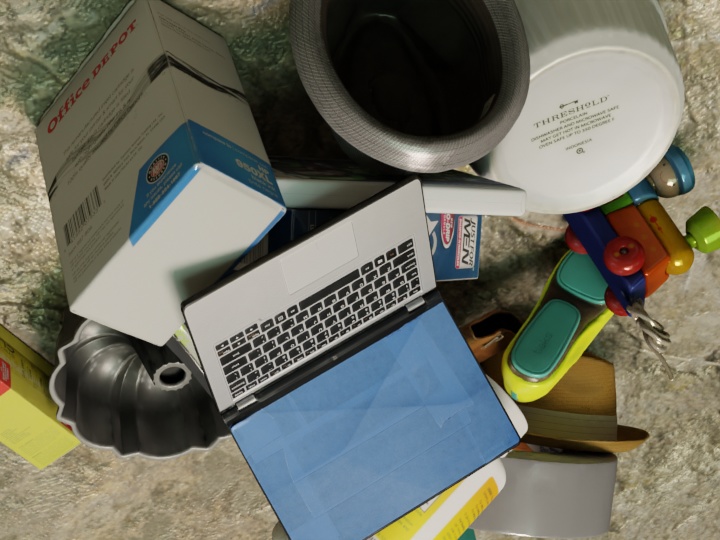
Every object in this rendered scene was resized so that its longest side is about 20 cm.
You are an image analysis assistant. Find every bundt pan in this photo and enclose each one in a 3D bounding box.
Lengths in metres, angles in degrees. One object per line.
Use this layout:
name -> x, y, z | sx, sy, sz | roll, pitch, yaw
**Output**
bundt pan -> -0.162, 0.063, 1.286 | 0.200, 0.076, 0.203 | -10, 133, -11

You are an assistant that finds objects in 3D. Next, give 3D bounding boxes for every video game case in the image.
video game case -> -0.002, -0.066, 1.164 | 0.198, 0.182, 0.024 | 2, 99, -20

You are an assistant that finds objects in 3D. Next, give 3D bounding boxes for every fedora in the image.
fedora -> 0.027, -0.148, 1.112 | 0.175, 0.202, 0.090 | -8, 159, -20
fedora -> 0.167, 0.111, 1.409 | 0.199, 0.200, 0.083 | 6, 93, -24

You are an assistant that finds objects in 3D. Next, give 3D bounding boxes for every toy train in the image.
toy train -> 0.255, -0.010, 1.279 | 0.115, 0.201, 0.085 | -26, 149, -5

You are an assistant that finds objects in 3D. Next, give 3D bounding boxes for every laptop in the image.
laptop -> 0.000, 0.073, 1.071 | 0.186, 0.116, 0.201 | -30, 143, -14

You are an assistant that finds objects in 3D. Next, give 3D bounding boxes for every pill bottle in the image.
pill bottle -> 0.034, 0.166, 1.174 | 0.200, 0.109, 0.110 | -45, 136, -14

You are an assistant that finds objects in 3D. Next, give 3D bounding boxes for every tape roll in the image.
tape roll -> 0.126, 0.183, 1.372 | 0.199, 0.200, 0.067 | 7, 93, -24

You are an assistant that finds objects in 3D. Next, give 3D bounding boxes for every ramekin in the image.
ramekin -> 0.159, -0.134, 1.205 | 0.200, 0.095, 0.203 | -10, 134, -10

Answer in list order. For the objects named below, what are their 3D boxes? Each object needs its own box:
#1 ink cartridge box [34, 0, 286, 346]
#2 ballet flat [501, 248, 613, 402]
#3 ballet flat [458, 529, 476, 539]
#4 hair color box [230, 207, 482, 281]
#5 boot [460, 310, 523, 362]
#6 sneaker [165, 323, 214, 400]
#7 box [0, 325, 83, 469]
ink cartridge box -> -0.146, -0.073, 1.083 | 0.084, 0.201, 0.145 | 26, 120, -38
ballet flat -> 0.185, 0.038, 1.349 | 0.200, 0.067, 0.067 | -49, 158, -27
ballet flat -> 0.072, 0.240, 1.547 | 0.071, 0.072, 0.201 | -18, 134, -2
hair color box -> -0.010, -0.023, 1.163 | 0.199, 0.100, 0.061 | -4, 100, -43
boot -> 0.029, 0.104, 1.324 | 0.199, 0.069, 0.188 | -32, 162, 33
sneaker -> -0.101, 0.042, 1.186 | 0.083, 0.072, 0.200 | -35, 130, 5
box -> -0.308, 0.079, 1.254 | 0.050, 0.076, 0.200 | -32, 132, 11
